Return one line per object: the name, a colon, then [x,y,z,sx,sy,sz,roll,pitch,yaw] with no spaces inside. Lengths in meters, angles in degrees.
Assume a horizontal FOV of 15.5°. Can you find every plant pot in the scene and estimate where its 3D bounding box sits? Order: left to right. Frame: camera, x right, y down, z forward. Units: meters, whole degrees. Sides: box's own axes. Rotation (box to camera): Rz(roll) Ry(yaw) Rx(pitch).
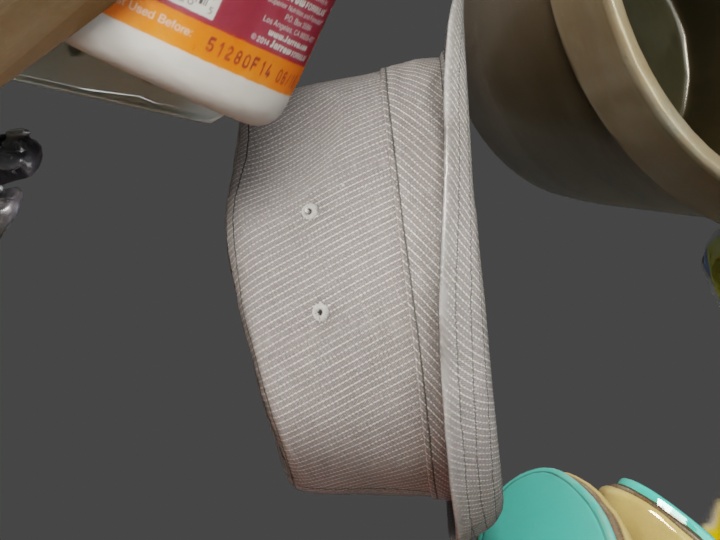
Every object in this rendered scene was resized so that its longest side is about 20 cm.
plant pot: [0.126,-0.099,1.001,0.199,0.173,0.202,6,77,-27]

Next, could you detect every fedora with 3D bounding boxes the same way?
fedora: [0.000,0.000,0.945,0.090,0.177,0.202,-4,81,1]

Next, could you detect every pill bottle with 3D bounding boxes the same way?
pill bottle: [-0.035,-0.158,0.855,0.109,0.110,0.201,23,95,-22]

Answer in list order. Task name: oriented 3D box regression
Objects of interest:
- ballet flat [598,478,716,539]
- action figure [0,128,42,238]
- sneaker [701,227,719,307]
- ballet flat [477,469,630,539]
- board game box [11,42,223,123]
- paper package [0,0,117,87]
ballet flat: [0.156,0.162,1.033,0.200,0.069,0.063,40,80,-14]
action figure: [-0.198,-0.056,0.843,0.200,0.102,0.119,38,26,-34]
sneaker: [0.164,0.060,1.016,0.075,0.200,0.105,24,106,-23]
ballet flat: [0.086,0.151,0.946,0.068,0.200,0.063,-29,122,9]
board game box: [-0.120,-0.169,0.907,0.199,0.026,0.201,12,98,-12]
paper package: [-0.116,-0.173,0.777,0.191,0.199,0.103,63,20,18]
